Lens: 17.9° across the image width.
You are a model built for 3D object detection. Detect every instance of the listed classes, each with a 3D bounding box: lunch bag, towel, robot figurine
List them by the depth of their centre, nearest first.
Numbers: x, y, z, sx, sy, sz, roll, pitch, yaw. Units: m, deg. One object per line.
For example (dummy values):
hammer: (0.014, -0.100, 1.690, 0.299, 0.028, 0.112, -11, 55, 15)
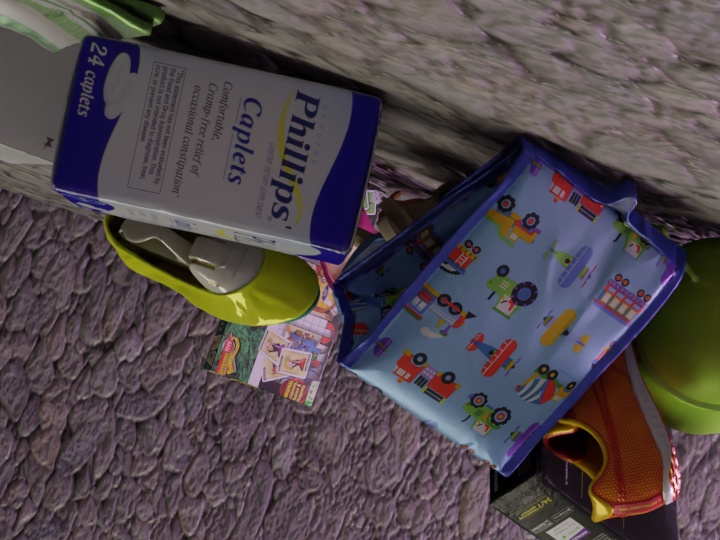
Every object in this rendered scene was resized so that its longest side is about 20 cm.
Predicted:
lunch bag: (0.103, 0.012, 1.467, 0.150, 0.200, 0.094, 35, -153, -25)
towel: (-0.223, -0.178, 1.467, 0.149, 0.031, 0.200, 20, 176, -24)
robot figurine: (0.242, 0.047, 1.575, 0.175, 0.116, 0.200, 39, 169, 11)

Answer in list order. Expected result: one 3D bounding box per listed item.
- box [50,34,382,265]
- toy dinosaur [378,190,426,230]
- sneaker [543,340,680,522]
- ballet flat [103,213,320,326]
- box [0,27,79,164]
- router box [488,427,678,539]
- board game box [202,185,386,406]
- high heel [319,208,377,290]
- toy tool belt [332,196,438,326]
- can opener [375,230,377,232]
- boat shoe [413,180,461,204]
box: (-0.093, -0.076, 1.525, 0.199, 0.106, 0.184, 12, 178, -1)
toy dinosaur: (0.058, -0.043, 1.895, 0.199, 0.061, 0.106, 9, 171, -39)
sneaker: (0.153, 0.082, 1.532, 0.077, 0.073, 0.200, -13, -140, -4)
ballet flat: (-0.120, -0.009, 1.711, 0.199, 0.067, 0.067, 19, 163, 40)
box: (-0.288, -0.146, 1.737, 0.124, 0.098, 0.200, 21, 176, -18)
router box: (0.159, 0.117, 1.622, 0.149, 0.201, 0.051, 37, 126, -26)
board game box: (-0.057, 0.008, 1.984, 0.104, 0.201, 0.023, 20, 177, -23)
high heel: (0.000, 0.000, 1.863, 0.067, 0.201, 0.096, -15, -142, 4)
toy tool belt: (0.022, 0.006, 1.649, 0.123, 0.125, 0.200, 48, 177, 1)
can opener: (-0.010, -0.036, 1.942, 0.200, 0.067, 0.053, 37, 154, -26)
boat shoe: (0.081, -0.041, 1.718, 0.076, 0.072, 0.200, 37, 159, -30)
